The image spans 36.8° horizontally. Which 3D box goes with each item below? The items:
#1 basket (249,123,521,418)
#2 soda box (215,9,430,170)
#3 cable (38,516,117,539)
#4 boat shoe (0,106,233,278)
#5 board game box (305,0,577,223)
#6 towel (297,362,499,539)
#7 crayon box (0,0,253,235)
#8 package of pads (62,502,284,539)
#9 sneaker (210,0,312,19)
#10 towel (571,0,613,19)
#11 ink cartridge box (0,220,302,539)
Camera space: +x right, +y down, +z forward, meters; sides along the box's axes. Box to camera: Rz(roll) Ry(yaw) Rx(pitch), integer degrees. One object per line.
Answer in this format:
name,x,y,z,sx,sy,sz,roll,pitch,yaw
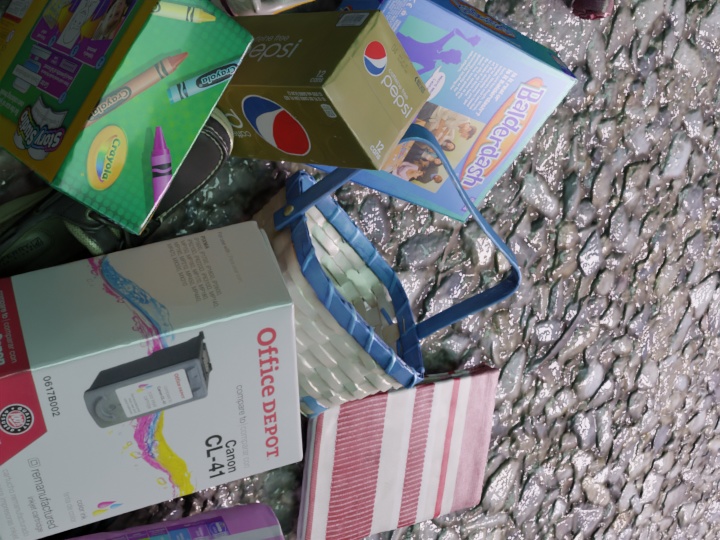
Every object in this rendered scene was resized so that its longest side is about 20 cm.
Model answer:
basket,0.000,0.000,0.785,0.198,0.140,0.177,-26,130,16
soda box,-0.057,-0.113,0.674,0.064,0.198,0.068,-55,130,-21
cable,-0.218,0.110,0.741,0.161,0.051,0.204,-10,114,-34
boat shoe,-0.162,-0.030,0.667,0.198,0.067,0.072,-28,132,11
board game box,0.048,-0.128,0.815,0.198,0.045,0.153,17,122,-39
towel,0.034,0.164,0.962,0.197,0.023,0.147,-7,113,-33
crayon box,-0.153,-0.109,0.607,0.058,0.199,0.120,32,88,-39
package of pads,-0.158,0.244,0.801,0.197,0.076,0.122,-4,136,-36
sneaker,-0.019,-0.227,0.733,0.199,0.090,0.076,-40,126,-18
towel,0.207,-0.301,0.858,0.022,0.144,0.204,14,102,3
ink cartridge box,-0.140,0.069,0.661,0.196,0.086,0.149,-13,133,-15
